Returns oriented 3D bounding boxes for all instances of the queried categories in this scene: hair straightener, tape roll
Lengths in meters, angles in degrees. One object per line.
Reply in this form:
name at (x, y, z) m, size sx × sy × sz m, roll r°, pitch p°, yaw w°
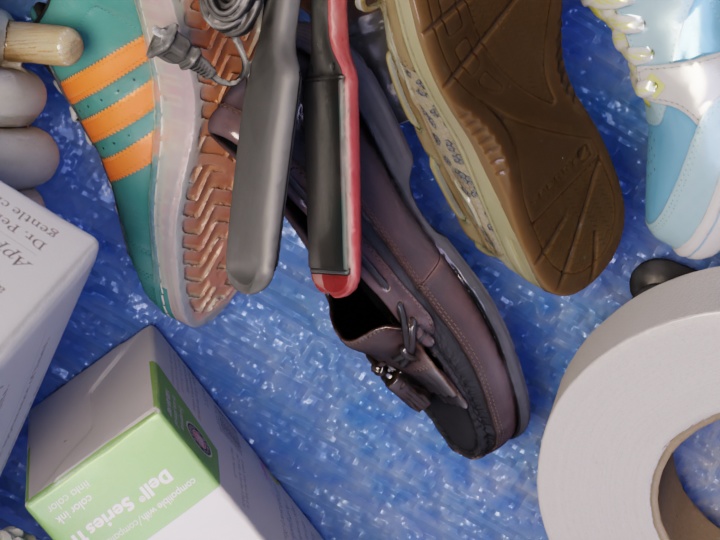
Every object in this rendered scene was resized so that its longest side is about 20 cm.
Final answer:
hair straightener at (-0.036, -0.089, 0.945) m, size 0.077 × 0.041 × 0.200 m, roll -1°, pitch 97°, yaw -27°
tape roll at (0.171, 0.088, 1.065) m, size 0.203 × 0.037 × 0.203 m, roll 10°, pitch 127°, yaw 13°

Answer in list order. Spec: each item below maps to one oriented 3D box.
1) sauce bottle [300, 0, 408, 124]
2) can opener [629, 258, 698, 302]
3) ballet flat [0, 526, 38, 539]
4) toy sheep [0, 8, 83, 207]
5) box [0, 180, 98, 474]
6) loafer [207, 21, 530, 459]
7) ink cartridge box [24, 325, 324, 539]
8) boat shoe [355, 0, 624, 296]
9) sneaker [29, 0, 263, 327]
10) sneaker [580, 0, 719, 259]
sauce bottle at (-0.017, -0.149, 1.005) m, size 0.065 × 0.065 × 0.200 m, roll -22°, pitch 112°, yaw 2°
can opener at (0.197, 0.054, 1.088) m, size 0.200 × 0.063 × 0.079 m, roll 29°, pitch 103°, yaw -13°
ballet flat at (-0.114, 0.159, 1.046) m, size 0.072 × 0.072 × 0.200 m, roll -6°, pitch 150°, yaw -3°
toy sheep at (-0.174, -0.040, 0.992) m, size 0.138 × 0.138 × 0.200 m, roll 7°, pitch 93°, yaw -7°
box at (-0.226, 0.038, 0.907) m, size 0.199 × 0.131 × 0.200 m, roll 32°, pitch 128°, yaw 4°
loafer at (0.000, 0.000, 1.036) m, size 0.063 × 0.072 × 0.200 m, roll -40°, pitch 119°, yaw -25°
ink cartridge box at (-0.048, 0.130, 1.060) m, size 0.067 × 0.117 × 0.200 m, roll -36°, pitch 106°, yaw 5°
boat shoe at (0.039, -0.077, 0.999) m, size 0.073 × 0.063 × 0.200 m, roll -37°, pitch 124°, yaw -28°
sneaker at (-0.082, -0.075, 1.028) m, size 0.080 × 0.071 × 0.200 m, roll 19°, pitch 126°, yaw 31°
sneaker at (0.099, -0.108, 1.025) m, size 0.131 × 0.080 × 0.200 m, roll 6°, pitch 96°, yaw -9°
